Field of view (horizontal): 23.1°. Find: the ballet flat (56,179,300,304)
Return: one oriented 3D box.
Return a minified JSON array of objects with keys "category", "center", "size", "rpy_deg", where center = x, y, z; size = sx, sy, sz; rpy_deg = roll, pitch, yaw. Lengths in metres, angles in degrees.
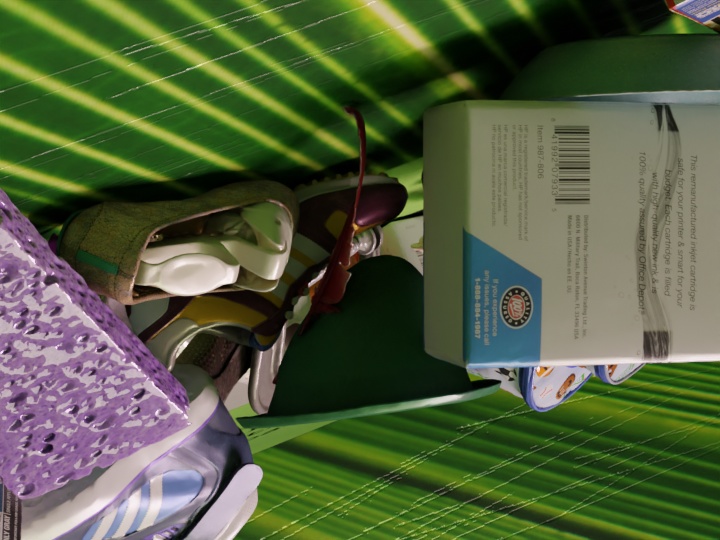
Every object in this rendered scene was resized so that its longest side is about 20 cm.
[{"category":"ballet flat","center":[-0.084,-0.010,1.012],"size":[0.067,0.068,0.200],"rpy_deg":[23,-157,34]}]

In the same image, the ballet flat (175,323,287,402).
[{"category":"ballet flat","center":[-0.117,0.074,1.231],"size":[0.200,0.046,0.068],"rpy_deg":[-51,151,-41]}]

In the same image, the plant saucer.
[{"category":"plant saucer","center":[0.178,-0.114,1.032],"size":[0.199,0.036,0.200],"rpy_deg":[-1,-178,0]}]

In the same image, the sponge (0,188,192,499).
[{"category":"sponge","center":[-0.182,0.045,0.921],"size":[0.111,0.030,0.200],"rpy_deg":[-25,138,9]}]

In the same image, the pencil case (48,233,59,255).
[{"category":"pencil case","center":[-0.207,0.051,1.059],"size":[0.093,0.085,0.200],"rpy_deg":[-59,-175,-22]}]

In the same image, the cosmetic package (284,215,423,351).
[{"category":"cosmetic package","center":[-0.001,0.038,1.477],"size":[0.200,0.102,0.074],"rpy_deg":[-29,169,41]}]

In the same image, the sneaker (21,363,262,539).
[{"category":"sneaker","center":[-0.152,0.165,1.122],"size":[0.200,0.147,0.080],"rpy_deg":[-34,-143,-22]}]

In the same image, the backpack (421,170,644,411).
[{"category":"backpack","center":[0.138,-0.006,1.163],"size":[0.200,0.154,0.191],"rpy_deg":[-22,139,-47]}]

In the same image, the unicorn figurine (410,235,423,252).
[{"category":"unicorn figurine","center":[0.138,-0.067,1.327],"size":[0.199,0.074,0.137],"rpy_deg":[-10,-175,16]}]

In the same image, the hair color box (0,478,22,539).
[{"category":"hair color box","center":[-0.283,0.117,0.960],"size":[0.199,0.101,0.060],"rpy_deg":[20,144,-39]}]

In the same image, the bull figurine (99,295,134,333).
[{"category":"bull figurine","center":[-0.200,0.082,1.230],"size":[0.121,0.065,0.200],"rpy_deg":[1,143,-9]}]

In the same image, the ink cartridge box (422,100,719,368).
[{"category":"ink cartridge box","center":[0.141,-0.022,1.004],"size":[0.199,0.146,0.084],"rpy_deg":[0,-177,-15]}]

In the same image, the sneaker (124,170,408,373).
[{"category":"sneaker","center":[-0.054,0.002,1.133],"size":[0.199,0.091,0.075],"rpy_deg":[-19,172,-12]}]

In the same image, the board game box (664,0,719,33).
[{"category":"board game box","center":[0.244,-0.180,0.935],"size":[0.151,0.047,0.200],"rpy_deg":[-26,171,21]}]

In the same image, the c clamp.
[{"category":"c clamp","center":[-0.032,0.020,1.285],"size":[0.027,0.172,0.200],"rpy_deg":[20,-154,23]}]

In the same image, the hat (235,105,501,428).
[{"category":"hat","center":[0.000,0.000,1.103],"size":[0.165,0.177,0.199],"rpy_deg":[-8,178,-42]}]

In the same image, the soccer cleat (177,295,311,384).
[{"category":"soccer cleat","center":[-0.112,0.053,1.318],"size":[0.199,0.087,0.070],"rpy_deg":[-16,170,-37]}]

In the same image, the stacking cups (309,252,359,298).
[{"category":"stacking cups","center":[-0.069,0.038,1.427],"size":[0.199,0.061,0.060],"rpy_deg":[-28,170,28]}]
